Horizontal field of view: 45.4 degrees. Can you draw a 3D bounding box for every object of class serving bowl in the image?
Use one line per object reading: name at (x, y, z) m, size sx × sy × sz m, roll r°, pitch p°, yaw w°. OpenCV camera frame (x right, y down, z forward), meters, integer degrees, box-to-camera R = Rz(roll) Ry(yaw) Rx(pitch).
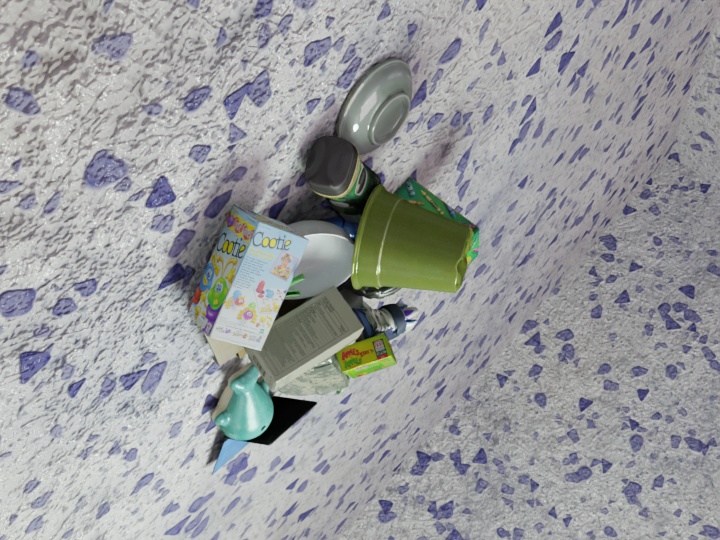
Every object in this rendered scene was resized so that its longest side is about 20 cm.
serving bowl at (-0.105, -0.029, 1.577) m, size 0.199 × 0.066 × 0.200 m, roll -12°, pitch 147°, yaw -8°

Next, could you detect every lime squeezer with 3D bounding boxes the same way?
lime squeezer at (-0.134, 0.038, 1.477) m, size 0.200 × 0.070 × 0.038 m, roll 122°, pitch -32°, yaw -78°

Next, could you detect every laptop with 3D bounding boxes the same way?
laptop at (-0.218, 0.379, 1.949) m, size 0.187 × 0.199 × 0.117 m, roll -36°, pitch 121°, yaw -52°

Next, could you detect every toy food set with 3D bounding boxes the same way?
toy food set at (-0.228, 0.076, 1.549) m, size 0.143 × 0.060 × 0.200 m, roll -37°, pitch 153°, yaw -17°

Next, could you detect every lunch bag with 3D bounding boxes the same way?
lunch bag at (-0.127, 0.173, 1.739) m, size 0.167 × 0.140 × 0.200 m, roll -17°, pitch 153°, yaw 2°

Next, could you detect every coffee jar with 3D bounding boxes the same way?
coffee jar at (-0.030, -0.163, 1.543) m, size 0.200 × 0.085 × 0.105 m, roll 42°, pitch 63°, yaw -68°

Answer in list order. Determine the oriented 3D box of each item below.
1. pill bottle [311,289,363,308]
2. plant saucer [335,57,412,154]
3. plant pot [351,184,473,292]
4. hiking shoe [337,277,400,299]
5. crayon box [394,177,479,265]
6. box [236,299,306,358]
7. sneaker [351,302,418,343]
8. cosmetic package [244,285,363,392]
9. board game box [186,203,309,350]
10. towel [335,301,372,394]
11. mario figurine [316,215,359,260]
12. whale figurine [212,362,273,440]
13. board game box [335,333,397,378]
pill bottle at (-0.049, 0.096, 1.876) m, size 0.111 × 0.111 × 0.200 m, roll -41°, pitch 155°, yaw -24°
plant saucer at (0.039, -0.284, 1.558) m, size 0.200 × 0.050 × 0.200 m, roll -43°, pitch 156°, yaw -24°
plant pot at (0.103, -0.040, 1.581) m, size 0.200 × 0.189 × 0.201 m, roll 14°, pitch 90°, yaw -76°
hiking shoe at (0.000, 0.000, 1.751) m, size 0.101 × 0.199 × 0.076 m, roll 93°, pitch -3°, yaw -50°
crayon box at (0.167, -0.101, 1.883) m, size 0.058 × 0.200 × 0.119 m, roll -44°, pitch 157°, yaw -15°
box at (-0.181, 0.069, 1.695) m, size 0.200 × 0.021 × 0.164 m, roll -43°, pitch 156°, yaw -23°
sneaker at (0.047, 0.097, 1.766) m, size 0.146 × 0.081 × 0.200 m, roll -26°, pitch 162°, yaw -1°
cosmetic package at (-0.105, 0.126, 1.599) m, size 0.199 × 0.105 × 0.071 m, roll -29°, pitch 165°, yaw -22°
board game box at (-0.186, 0.011, 1.407) m, size 0.105 × 0.103 × 0.201 m, roll 20°, pitch 98°, yaw -37°
towel at (-0.031, 0.167, 1.980) m, size 0.023 × 0.152 × 0.200 m, roll 31°, pitch 95°, yaw -42°
mario figurine at (-0.001, -0.096, 1.690) m, size 0.200 × 0.106 × 0.124 m, roll -32°, pitch 151°, yaw -37°
whale figurine at (-0.235, 0.278, 1.794) m, size 0.159 × 0.104 × 0.200 m, roll -35°, pitch 155°, yaw -34°
board game box at (0.014, 0.175, 1.738) m, size 0.101 × 0.048 × 0.200 m, roll -18°, pitch 168°, yaw 2°
